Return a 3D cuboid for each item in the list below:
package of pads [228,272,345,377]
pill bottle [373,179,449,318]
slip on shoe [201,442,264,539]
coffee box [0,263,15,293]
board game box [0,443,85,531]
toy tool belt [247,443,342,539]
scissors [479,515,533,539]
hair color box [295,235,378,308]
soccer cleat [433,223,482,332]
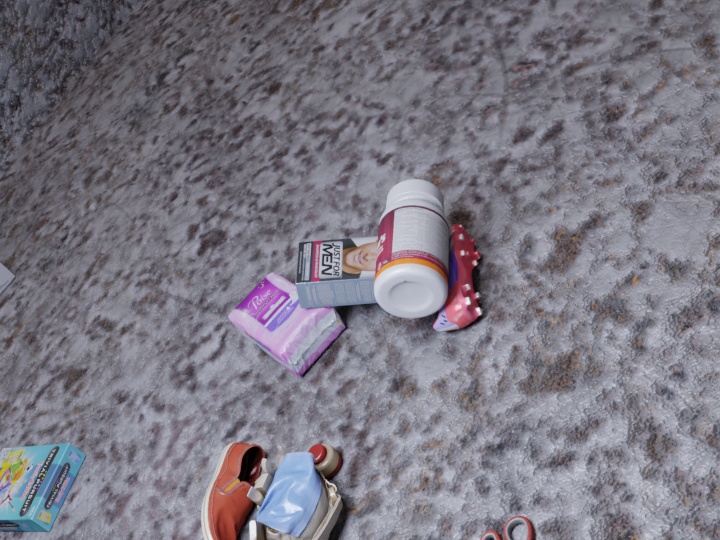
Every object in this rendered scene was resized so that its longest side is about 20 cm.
[{"bbox_3d":[-0.124,0.086,1.706,0.121,0.076,0.200,-45,36,-13],"label":"package of pads"},{"bbox_3d":[0.079,-0.036,1.533,0.109,0.110,0.201,-21,41,25],"label":"pill bottle"},{"bbox_3d":[-0.185,0.335,1.505,0.061,0.074,0.201,-17,37,24],"label":"slip on shoe"},{"bbox_3d":[-0.954,0.011,2.541,0.115,0.080,0.199,-51,37,-16],"label":"coffee box"},{"bbox_3d":[-0.606,0.392,1.844,0.199,0.047,0.152,-11,45,35],"label":"board game box"},{"bbox_3d":[-0.091,0.304,1.401,0.124,0.123,0.201,-13,43,32],"label":"toy tool belt"},{"bbox_3d":[0.202,0.359,1.172,0.073,0.014,0.200,-37,36,0],"label":"scissors"},{"bbox_3d":[0.000,0.000,1.632,0.198,0.061,0.099,-4,43,4],"label":"hair color box"},{"bbox_3d":[0.141,0.008,1.561,0.076,0.067,0.201,-27,40,25],"label":"soccer cleat"}]
